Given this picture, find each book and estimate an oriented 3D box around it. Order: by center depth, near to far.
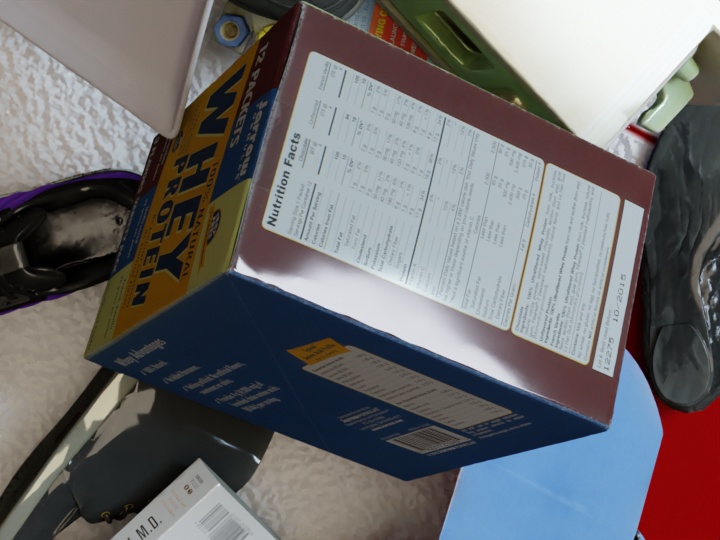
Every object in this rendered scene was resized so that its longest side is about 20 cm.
[{"bbox_3d":[-0.129,0.214,0.886,0.200,0.048,0.134,-42,137,-6],"label":"book"}]

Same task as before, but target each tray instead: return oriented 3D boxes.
[{"bbox_3d":[-0.145,-0.162,0.815,0.022,0.200,0.108,-17,134,-48],"label":"tray"}]

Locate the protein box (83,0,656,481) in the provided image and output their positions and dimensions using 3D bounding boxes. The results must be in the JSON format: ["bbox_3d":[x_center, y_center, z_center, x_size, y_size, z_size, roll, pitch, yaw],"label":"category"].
[{"bbox_3d":[0.000,0.000,0.770,0.199,0.198,0.136,23,67,-21],"label":"protein box"}]

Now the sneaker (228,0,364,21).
[{"bbox_3d":[-0.081,-0.194,0.787,0.200,0.079,0.076,38,98,-4],"label":"sneaker"}]

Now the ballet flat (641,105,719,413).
[{"bbox_3d":[0.207,-0.011,0.977,0.066,0.057,0.201,5,90,15],"label":"ballet flat"}]

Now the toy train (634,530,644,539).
[{"bbox_3d":[0.139,0.244,0.963,0.114,0.087,0.201,-10,96,-3],"label":"toy train"}]

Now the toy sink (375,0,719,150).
[{"bbox_3d":[0.107,-0.128,0.835,0.200,0.130,0.112,44,86,-14],"label":"toy sink"}]

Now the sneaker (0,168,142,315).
[{"bbox_3d":[-0.200,-0.008,0.851,0.199,0.100,0.070,-21,100,-6],"label":"sneaker"}]

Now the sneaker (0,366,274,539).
[{"bbox_3d":[-0.135,0.128,0.894,0.106,0.075,0.200,39,86,-14],"label":"sneaker"}]

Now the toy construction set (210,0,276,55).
[{"bbox_3d":[-0.073,-0.225,0.861,0.130,0.092,0.201,16,87,1],"label":"toy construction set"}]

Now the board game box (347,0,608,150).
[{"bbox_3d":[0.055,-0.114,0.920,0.195,0.056,0.201,13,93,-13],"label":"board game box"}]

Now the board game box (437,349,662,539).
[{"bbox_3d":[0.097,0.127,0.882,0.158,0.039,0.201,30,72,-38],"label":"board game box"}]
